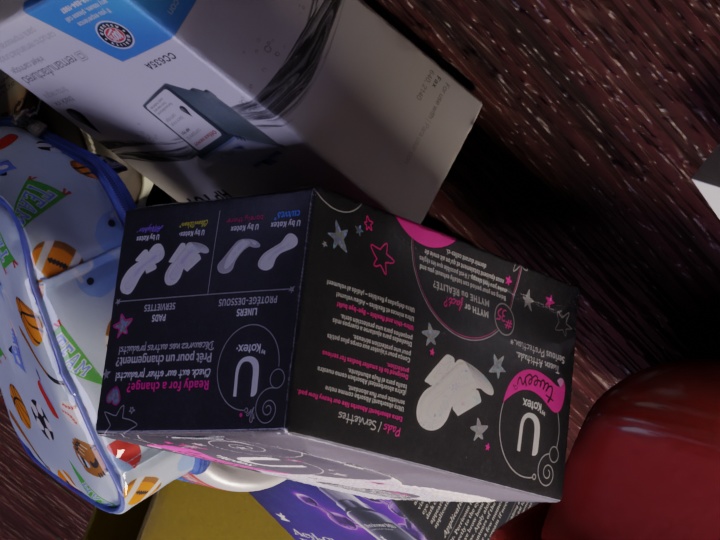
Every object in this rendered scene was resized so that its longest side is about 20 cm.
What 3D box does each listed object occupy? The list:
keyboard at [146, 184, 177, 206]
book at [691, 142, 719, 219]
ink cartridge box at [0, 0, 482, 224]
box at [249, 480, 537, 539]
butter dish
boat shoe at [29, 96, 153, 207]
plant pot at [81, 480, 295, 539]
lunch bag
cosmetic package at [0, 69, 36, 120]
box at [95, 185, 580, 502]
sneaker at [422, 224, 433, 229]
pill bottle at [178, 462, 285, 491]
[{"bbox_3d":[-0.118,-0.047,1.229,0.127,0.021,0.200,48,165,22],"label":"keyboard"},{"bbox_3d":[0.247,0.025,0.952,0.200,0.048,0.134,48,169,-33],"label":"book"},{"bbox_3d":[-0.065,-0.097,1.033,0.200,0.086,0.146,39,154,-23],"label":"ink cartridge box"},{"bbox_3d":[0.007,0.115,1.360,0.148,0.104,0.200,7,150,40],"label":"box"},{"bbox_3d":[0.196,0.097,1.093,0.199,0.148,0.200,15,-165,28],"label":"butter dish"},{"bbox_3d":[-0.155,-0.053,1.170,0.072,0.061,0.201,51,164,17],"label":"boat shoe"},{"bbox_3d":[-0.085,0.206,1.548,0.200,0.196,0.194,26,157,-14],"label":"plant pot"},{"bbox_3d":[-0.154,0.016,1.094,0.160,0.075,0.200,26,136,55],"label":"lunch bag"},{"bbox_3d":[-0.238,-0.145,1.070,0.103,0.087,0.200,41,158,22],"label":"cosmetic package"},{"bbox_3d":[-0.008,0.044,1.025,0.132,0.115,0.200,-5,162,42],"label":"box"},{"bbox_3d":[0.000,0.000,1.193,0.200,0.079,0.096,42,163,-11],"label":"sneaker"},{"bbox_3d":[-0.113,0.065,1.247,0.112,0.112,0.200,41,159,-27],"label":"pill bottle"}]
